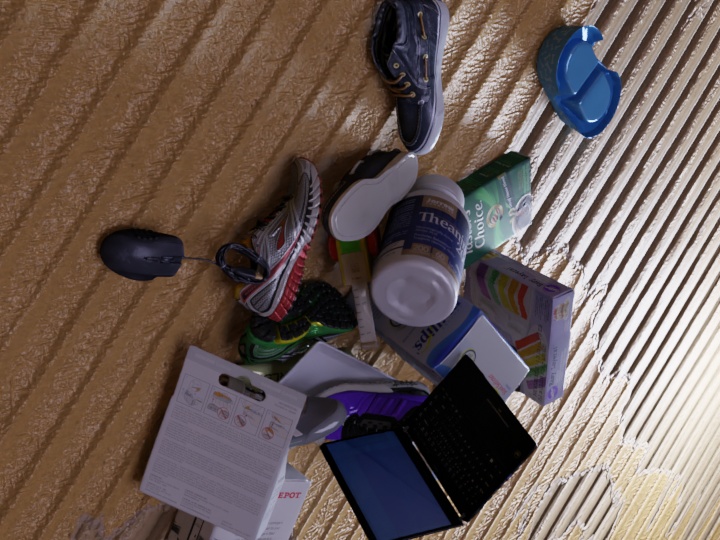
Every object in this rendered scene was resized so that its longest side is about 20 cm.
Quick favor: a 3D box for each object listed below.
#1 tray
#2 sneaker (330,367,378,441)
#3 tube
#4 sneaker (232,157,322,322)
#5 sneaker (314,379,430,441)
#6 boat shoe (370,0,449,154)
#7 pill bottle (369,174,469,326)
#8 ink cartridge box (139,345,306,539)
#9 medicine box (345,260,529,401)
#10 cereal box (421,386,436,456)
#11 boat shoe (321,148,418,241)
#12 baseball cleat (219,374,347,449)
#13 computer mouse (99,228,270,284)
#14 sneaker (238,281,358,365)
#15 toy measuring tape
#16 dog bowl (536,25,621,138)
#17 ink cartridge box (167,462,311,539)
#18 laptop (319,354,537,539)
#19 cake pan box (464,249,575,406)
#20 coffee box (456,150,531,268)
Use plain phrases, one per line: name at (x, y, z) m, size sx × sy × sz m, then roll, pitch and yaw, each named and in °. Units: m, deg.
tray at (-0.029, 0.156, 1.382) m, size 0.107 × 0.022 × 0.200 m, roll -46°, pitch 135°, yaw 13°
sneaker at (0.034, 0.216, 1.523) m, size 0.200 × 0.075 × 0.115 m, roll 25°, pitch 95°, yaw -45°
tube at (-0.098, 0.144, 1.377) m, size 0.199 × 0.052 × 0.058 m, roll -7°, pitch 84°, yaw -36°
sneaker at (-0.099, -0.044, 1.246) m, size 0.082 × 0.078 × 0.201 m, roll 18°, pitch 80°, yaw -11°
sneaker at (0.021, 0.202, 1.360) m, size 0.199 × 0.100 × 0.070 m, roll -6°, pitch 130°, yaw -23°
boat shoe at (0.054, -0.244, 1.305) m, size 0.091 × 0.071 × 0.202 m, roll -11°, pitch 112°, yaw -39°
pill bottle at (0.083, -0.033, 1.334) m, size 0.201 × 0.110 × 0.111 m, roll -74°, pitch 155°, yaw -47°
ink cartridge box at (-0.163, 0.209, 1.264) m, size 0.057 × 0.162 × 0.201 m, roll -18°, pitch 129°, yaw -80°
medicine box at (0.106, 0.090, 1.431) m, size 0.103 × 0.200 × 0.182 m, roll -50°, pitch 138°, yaw -6°
cereal box at (0.169, 0.241, 1.699) m, size 0.143 × 0.039 × 0.201 m, roll -6°, pitch 116°, yaw -43°
boat shoe at (0.002, -0.100, 1.293) m, size 0.200 × 0.060 × 0.074 m, roll -46°, pitch 138°, yaw -44°
baseball cleat at (-0.121, 0.175, 1.288) m, size 0.199 × 0.070 × 0.107 m, roll -12°, pitch 124°, yaw 5°
computer mouse at (-0.192, -0.009, 1.160) m, size 0.199 × 0.034 × 0.059 m, roll 7°, pitch 103°, yaw -25°
sneaker at (-0.083, 0.071, 1.346) m, size 0.199 × 0.078 × 0.085 m, roll -9°, pitch 150°, yaw -48°
toy measuring tape at (0.000, 0.000, 1.359) m, size 0.073 × 0.073 × 0.201 m, roll -21°, pitch 106°, yaw -36°
dog bowl at (0.329, -0.288, 1.563) m, size 0.112 × 0.049 × 0.200 m, roll -53°, pitch 137°, yaw -10°
ink cartridge box at (-0.172, 0.349, 1.384) m, size 0.146 × 0.084 × 0.201 m, roll 14°, pitch 100°, yaw -47°
laptop at (0.076, 0.209, 1.231) m, size 0.103 × 0.177 × 0.200 m, roll 30°, pitch 106°, yaw -39°
cake pan box at (0.235, 0.085, 1.573) m, size 0.052 × 0.184 × 0.201 m, roll -20°, pitch 125°, yaw -31°
coffee box at (0.174, -0.081, 1.525) m, size 0.199 × 0.044 × 0.124 m, roll -31°, pitch 130°, yaw -30°
